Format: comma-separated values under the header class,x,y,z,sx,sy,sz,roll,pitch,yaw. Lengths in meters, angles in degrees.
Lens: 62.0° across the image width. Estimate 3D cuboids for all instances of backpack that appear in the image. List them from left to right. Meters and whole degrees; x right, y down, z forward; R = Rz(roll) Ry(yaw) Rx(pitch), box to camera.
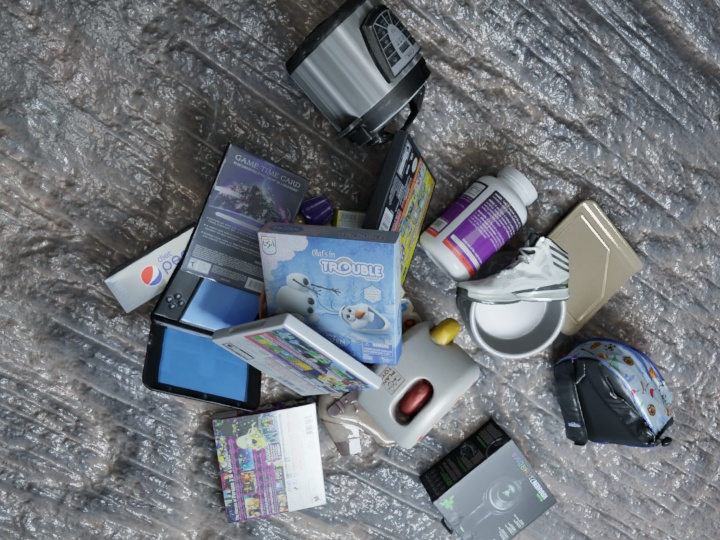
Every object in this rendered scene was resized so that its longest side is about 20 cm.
class,x,y,z,sx,sy,sz,roll,pitch,yaw
backpack,0.461,0.218,1.105,0.154,0.200,0.191,-40,100,-34

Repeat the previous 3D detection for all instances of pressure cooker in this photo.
class,x,y,z,sx,sy,sz,roll,pitch,yaw
pressure cooker,0.009,-0.295,0.913,0.176,0.179,0.200,-39,106,11

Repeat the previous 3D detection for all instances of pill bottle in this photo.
class,x,y,z,sx,sy,sz,roll,pitch,yaw
pill bottle,0.204,-0.082,1.025,0.200,0.112,0.113,-43,106,-1

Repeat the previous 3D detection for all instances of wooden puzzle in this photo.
class,x,y,z,sx,sy,sz,roll,pitch,yaw
wooden puzzle,0.405,-0.004,1.127,0.200,0.037,0.185,-44,105,4

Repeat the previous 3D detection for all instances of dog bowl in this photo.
class,x,y,z,sx,sy,sz,roll,pitch,yaw
dog bowl,0.277,0.068,1.082,0.199,0.059,0.201,-1,106,-4

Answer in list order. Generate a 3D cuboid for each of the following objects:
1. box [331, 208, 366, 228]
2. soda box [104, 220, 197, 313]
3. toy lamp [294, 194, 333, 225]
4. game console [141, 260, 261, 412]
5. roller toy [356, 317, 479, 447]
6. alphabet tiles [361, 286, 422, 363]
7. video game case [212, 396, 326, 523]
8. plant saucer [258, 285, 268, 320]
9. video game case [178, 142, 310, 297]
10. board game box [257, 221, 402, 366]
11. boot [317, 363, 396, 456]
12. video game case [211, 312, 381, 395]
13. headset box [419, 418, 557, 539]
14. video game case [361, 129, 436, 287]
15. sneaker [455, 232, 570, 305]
class,x,y,z,sx,sy,sz,roll,pitch,yaw
box,0.000,0.000,1.032,0.117,0.048,0.201,6,97,-14
soda box,-0.298,-0.018,0.952,0.199,0.068,0.064,-32,108,-4
toy lamp,-0.135,-0.057,0.986,0.200,0.058,0.058,-35,106,-3
game console,-0.216,0.103,0.936,0.199,0.119,0.173,23,108,-34
roller toy,0.089,0.179,0.978,0.140,0.200,0.182,44,57,17
alphabet tiles,-0.004,0.086,1.012,0.195,0.015,0.200,-21,129,14
video game case,-0.159,0.337,1.066,0.180,0.036,0.201,-8,102,-11
plant saucer,-0.060,0.063,0.949,0.199,0.032,0.201,1,117,2
video game case,-0.174,-0.073,0.917,0.142,0.019,0.201,22,90,-32
board game box,-0.041,0.035,0.869,0.199,0.043,0.200,5,117,15
boot,0.022,0.240,1.076,0.199,0.070,0.147,-11,92,-22
video game case,-0.097,0.133,0.902,0.200,0.182,0.023,40,53,-32
headset box,0.234,0.420,1.138,0.200,0.093,0.174,-37,105,-3
video game case,0.061,-0.089,0.950,0.025,0.181,0.201,14,80,25
sneaker,0.254,-0.006,1.000,0.199,0.076,0.116,-2,98,-12
